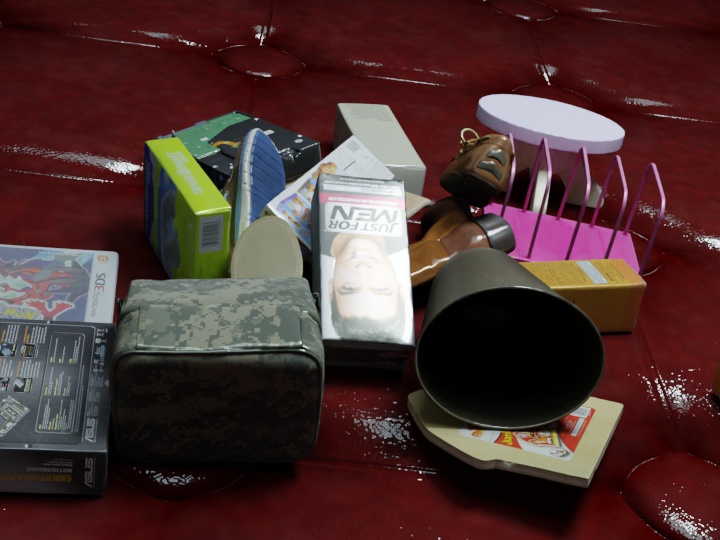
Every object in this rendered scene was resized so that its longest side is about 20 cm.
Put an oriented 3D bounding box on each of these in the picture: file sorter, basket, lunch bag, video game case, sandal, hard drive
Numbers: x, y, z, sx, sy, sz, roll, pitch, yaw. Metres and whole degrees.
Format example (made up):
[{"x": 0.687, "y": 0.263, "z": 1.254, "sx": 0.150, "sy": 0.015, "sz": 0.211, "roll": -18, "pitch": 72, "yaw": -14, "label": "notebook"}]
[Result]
[{"x": 0.260, "y": -0.078, "z": 1.509, "sx": 0.196, "sy": 0.127, "sz": 0.140, "roll": 12, "pitch": 29, "yaw": -2, "label": "file sorter"}, {"x": 0.131, "y": 0.056, "z": 1.217, "sx": 0.177, "sy": 0.139, "sz": 0.200, "roll": 2, "pitch": 15, "yaw": -4, "label": "basket"}, {"x": -0.127, "y": 0.075, "z": 1.120, "sx": 0.196, "sy": 0.141, "sz": 0.169, "roll": 0, "pitch": 36, "yaw": -7, "label": "lunch bag"}, {"x": -0.354, "y": 0.026, "z": 1.268, "sx": 0.196, "sy": 0.023, "sz": 0.183, "roll": 3, "pitch": 30, "yaw": -10, "label": "video game case"}, {"x": -0.091, "y": 0.049, "z": 1.270, "sx": 0.076, "sy": 0.070, "sz": 0.214, "roll": -7, "pitch": 54, "yaw": -5, "label": "sandal"}, {"x": -0.160, "y": -0.151, "z": 1.570, "sx": 0.138, "sy": 0.038, "sz": 0.199, "roll": -24, "pitch": 32, "yaw": -31, "label": "hard drive"}]

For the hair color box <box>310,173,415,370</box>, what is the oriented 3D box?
[{"x": 0.000, "y": 0.000, "z": 1.287, "sx": 0.097, "sy": 0.061, "sz": 0.203, "roll": 4, "pitch": 59, "yaw": -10, "label": "hair color box"}]

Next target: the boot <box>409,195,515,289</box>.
[{"x": 0.055, "y": -0.015, "z": 1.432, "sx": 0.198, "sy": 0.069, "sz": 0.188, "roll": -23, "pitch": 26, "yaw": -19, "label": "boot"}]

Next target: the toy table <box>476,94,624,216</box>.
[{"x": 0.247, "y": -0.156, "z": 1.663, "sx": 0.197, "sy": 0.119, "sz": 0.184, "roll": 17, "pitch": 30, "yaw": 12, "label": "toy table"}]

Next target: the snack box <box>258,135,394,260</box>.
[{"x": -0.035, "y": -0.087, "z": 1.406, "sx": 0.072, "sy": 0.024, "sz": 0.200, "roll": 45, "pitch": 41, "yaw": 1, "label": "snack box"}]

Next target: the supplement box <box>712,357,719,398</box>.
[{"x": 0.416, "y": 0.147, "z": 1.218, "sx": 0.065, "sy": 0.070, "sz": 0.201, "roll": 3, "pitch": 32, "yaw": -7, "label": "supplement box"}]

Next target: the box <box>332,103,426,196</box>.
[{"x": 0.022, "y": -0.154, "z": 1.644, "sx": 0.081, "sy": 0.069, "sz": 0.201, "roll": 1, "pitch": 31, "yaw": -14, "label": "box"}]

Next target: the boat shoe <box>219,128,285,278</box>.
[{"x": -0.135, "y": -0.070, "z": 1.382, "sx": 0.072, "sy": 0.072, "sz": 0.203, "roll": -20, "pitch": 50, "yaw": 30, "label": "boat shoe"}]

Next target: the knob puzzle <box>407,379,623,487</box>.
[{"x": 0.138, "y": 0.153, "z": 1.176, "sx": 0.215, "sy": 0.031, "sz": 0.220, "roll": 4, "pitch": 19, "yaw": -1, "label": "knob puzzle"}]

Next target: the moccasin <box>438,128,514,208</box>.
[{"x": 0.141, "y": -0.125, "z": 1.469, "sx": 0.073, "sy": 0.079, "sz": 0.201, "roll": 28, "pitch": -7, "yaw": 1, "label": "moccasin"}]

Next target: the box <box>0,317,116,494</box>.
[{"x": -0.300, "y": 0.117, "z": 1.098, "sx": 0.155, "sy": 0.049, "sz": 0.201, "roll": 3, "pitch": 30, "yaw": -10, "label": "box"}]

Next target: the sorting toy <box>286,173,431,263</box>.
[{"x": -0.041, "y": -0.062, "z": 1.463, "sx": 0.183, "sy": 0.037, "sz": 0.199, "roll": 21, "pitch": 37, "yaw": 35, "label": "sorting toy"}]

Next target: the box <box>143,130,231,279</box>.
[{"x": -0.198, "y": -0.060, "z": 1.361, "sx": 0.047, "sy": 0.124, "sz": 0.200, "roll": -8, "pitch": 33, "yaw": -25, "label": "box"}]

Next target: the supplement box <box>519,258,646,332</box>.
[{"x": 0.217, "y": 0.030, "z": 1.381, "sx": 0.197, "sy": 0.067, "sz": 0.069, "roll": -2, "pitch": 31, "yaw": -21, "label": "supplement box"}]
